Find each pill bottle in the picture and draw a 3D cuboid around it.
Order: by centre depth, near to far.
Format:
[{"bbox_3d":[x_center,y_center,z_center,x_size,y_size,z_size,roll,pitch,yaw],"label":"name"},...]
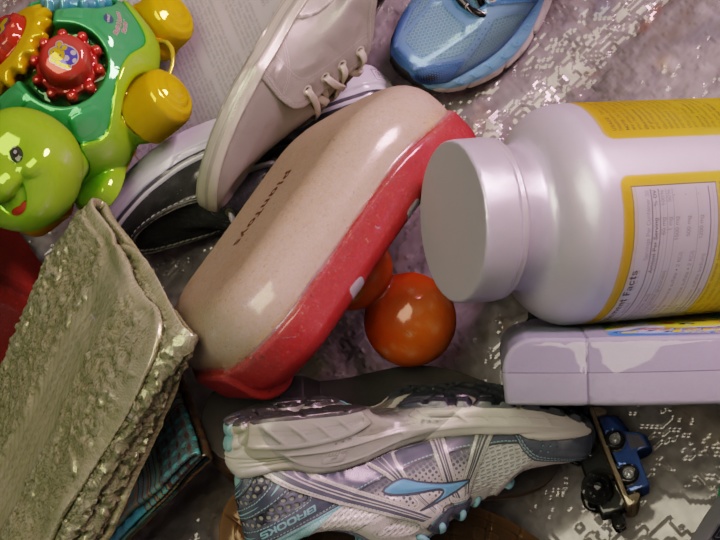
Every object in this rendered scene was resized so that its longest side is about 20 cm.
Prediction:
[{"bbox_3d":[0.136,-0.031,0.886,0.198,0.112,0.113,-4,69,-22],"label":"pill bottle"}]

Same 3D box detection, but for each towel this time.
[{"bbox_3d":[-0.161,0.075,0.939,0.148,0.036,0.201,47,116,47],"label":"towel"},{"bbox_3d":[-0.172,0.111,0.993,0.200,0.022,0.147,-45,51,23],"label":"towel"}]

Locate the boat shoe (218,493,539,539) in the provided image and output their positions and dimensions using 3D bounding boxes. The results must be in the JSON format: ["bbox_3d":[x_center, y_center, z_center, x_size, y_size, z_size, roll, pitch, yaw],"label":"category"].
[{"bbox_3d":[0.019,0.165,0.940,0.198,0.072,0.073,11,68,-2],"label":"boat shoe"}]

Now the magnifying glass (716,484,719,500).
[{"bbox_3d":[0.196,0.164,0.910,0.079,0.022,0.200,39,87,23],"label":"magnifying glass"}]

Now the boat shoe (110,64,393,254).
[{"bbox_3d":[-0.063,-0.052,1.025,0.199,0.072,0.071,-27,64,7],"label":"boat shoe"}]

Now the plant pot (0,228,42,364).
[{"bbox_3d":[-0.328,0.002,1.030,0.200,0.176,0.200,-41,62,2],"label":"plant pot"}]

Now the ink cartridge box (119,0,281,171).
[{"bbox_3d":[-0.108,-0.141,1.093,0.199,0.047,0.161,-34,67,24],"label":"ink cartridge box"}]

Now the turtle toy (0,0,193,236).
[{"bbox_3d":[-0.178,-0.095,1.009,0.145,0.101,0.201,-35,37,26],"label":"turtle toy"}]

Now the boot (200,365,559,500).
[{"bbox_3d":[0.012,0.101,0.967,0.198,0.076,0.074,4,59,4],"label":"boot"}]

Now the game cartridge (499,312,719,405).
[{"bbox_3d":[0.170,0.043,0.869,0.198,0.133,0.041,-2,96,4],"label":"game cartridge"}]

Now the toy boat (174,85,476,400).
[{"bbox_3d":[0.000,0.000,0.935,0.131,0.130,0.201,41,73,-17],"label":"toy boat"}]

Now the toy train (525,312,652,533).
[{"bbox_3d":[0.119,0.048,0.961,0.045,0.034,0.202,-18,69,1],"label":"toy train"}]

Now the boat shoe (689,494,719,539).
[{"bbox_3d":[0.211,0.147,0.864,0.066,0.072,0.200,43,72,-10],"label":"boat shoe"}]

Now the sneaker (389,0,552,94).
[{"bbox_3d":[0.087,-0.192,1.008,0.200,0.090,0.078,-46,66,2],"label":"sneaker"}]

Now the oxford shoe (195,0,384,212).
[{"bbox_3d":[-0.030,-0.117,0.973,0.057,0.075,0.201,31,82,1],"label":"oxford shoe"}]

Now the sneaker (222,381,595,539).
[{"bbox_3d":[0.026,0.107,0.896,0.198,0.078,0.087,-3,96,-13],"label":"sneaker"}]
